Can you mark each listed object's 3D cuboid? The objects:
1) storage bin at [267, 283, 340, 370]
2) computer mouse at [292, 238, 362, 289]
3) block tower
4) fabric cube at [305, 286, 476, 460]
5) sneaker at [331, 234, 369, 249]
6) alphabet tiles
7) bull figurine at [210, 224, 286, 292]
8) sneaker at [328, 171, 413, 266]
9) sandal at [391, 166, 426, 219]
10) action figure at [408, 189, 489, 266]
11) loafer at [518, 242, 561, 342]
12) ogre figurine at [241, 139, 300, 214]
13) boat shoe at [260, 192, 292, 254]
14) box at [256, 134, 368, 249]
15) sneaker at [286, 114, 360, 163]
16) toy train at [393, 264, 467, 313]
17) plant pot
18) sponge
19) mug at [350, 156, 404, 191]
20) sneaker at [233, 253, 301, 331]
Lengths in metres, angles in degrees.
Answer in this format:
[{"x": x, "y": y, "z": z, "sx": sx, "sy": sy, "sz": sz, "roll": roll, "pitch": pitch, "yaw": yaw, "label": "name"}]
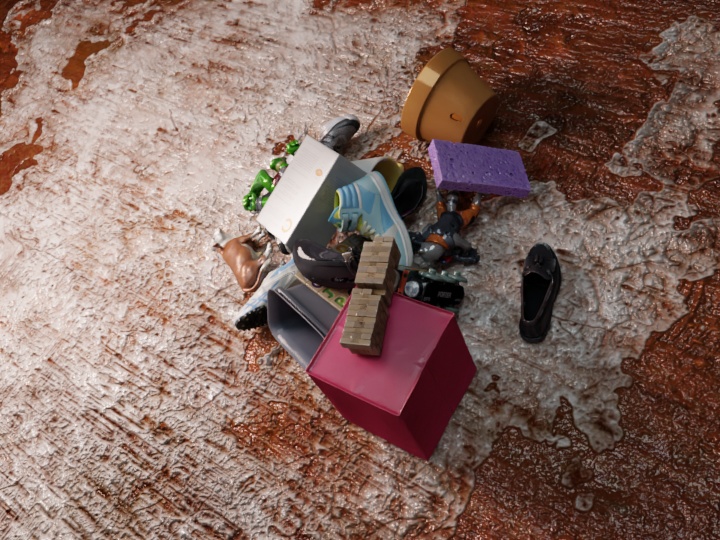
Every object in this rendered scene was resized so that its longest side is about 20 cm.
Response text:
[{"x": -0.068, "y": 0.108, "z": 1.460, "sx": 0.133, "sy": 0.147, "sz": 0.200, "roll": -24, "pitch": 46, "yaw": -31, "label": "storage bin"}, {"x": -0.058, "y": -0.002, "z": 1.397, "sx": 0.198, "sy": 0.139, "sz": 0.053, "roll": 18, "pitch": 63, "yaw": 38, "label": "computer mouse"}, {"x": 0.019, "y": 0.044, "z": 1.256, "sx": 0.053, "sy": 0.058, "sz": 0.202, "roll": 1, "pitch": 57, "yaw": 22, "label": "block tower"}, {"x": 0.059, "y": 0.168, "z": 1.317, "sx": 0.194, "sy": 0.200, "sz": 0.201, "roll": 20, "pitch": 67, "yaw": 32, "label": "fabric cube"}, {"x": 0.014, "y": -0.006, "z": 1.526, "sx": 0.115, "sy": 0.076, "sz": 0.201, "roll": -39, "pitch": 50, "yaw": -4, "label": "sneaker"}, {"x": 0.000, "y": 0.000, "z": 1.475, "sx": 0.166, "sy": 0.008, "sz": 0.199, "roll": 34, "pitch": 55, "yaw": 31, "label": "alphabet tiles"}, {"x": -0.247, "y": -0.035, "z": 1.653, "sx": 0.121, "sy": 0.065, "sz": 0.201, "roll": -37, "pitch": 53, "yaw": 0, "label": "bull figurine"}, {"x": 0.012, "y": -0.077, "z": 1.453, "sx": 0.129, "sy": 0.080, "sz": 0.202, "roll": -20, "pitch": 79, "yaw": -21, "label": "sneaker"}, {"x": 0.092, "y": -0.143, "z": 1.563, "sx": 0.048, "sy": 0.076, "sz": 0.201, "roll": -13, "pitch": 30, "yaw": 46, "label": "sandal"}, {"x": 0.149, "y": -0.093, "z": 1.517, "sx": 0.197, "sy": 0.105, "sz": 0.195, "roll": 8, "pitch": 52, "yaw": 23, "label": "action figure"}, {"x": 0.323, "y": 0.029, "z": 1.389, "sx": 0.071, "sy": 0.063, "sz": 0.203, "roll": 2, "pitch": 59, "yaw": 22, "label": "loafer"}, {"x": -0.154, "y": -0.187, "z": 1.635, "sx": 0.119, "sy": 0.099, "sz": 0.200, "roll": 25, "pitch": 41, "yaw": 21, "label": "ogre figurine"}, {"x": -0.182, "y": -0.101, "z": 1.673, "sx": 0.060, "sy": 0.076, "sz": 0.201, "roll": -20, "pitch": 41, "yaw": 6, "label": "boat shoe"}, {"x": -0.096, "y": -0.143, "z": 1.514, "sx": 0.124, "sy": 0.097, "sz": 0.202, "roll": 37, "pitch": 97, "yaw": 45, "label": "box"}, {"x": -0.067, "y": -0.259, "z": 1.729, "sx": 0.199, "sy": 0.076, "sz": 0.114, "roll": -36, "pitch": 53, "yaw": 3, "label": "sneaker"}, {"x": 0.116, "y": 0.032, "z": 1.397, "sx": 0.113, "sy": 0.199, "sz": 0.087, "roll": 18, "pitch": 97, "yaw": 32, "label": "toy train"}, {"x": 0.198, "y": -0.344, "z": 1.616, "sx": 0.139, "sy": 0.201, "sz": 0.201, "roll": 35, "pitch": 75, "yaw": 19, "label": "plant pot"}, {"x": 0.237, "y": -0.203, "z": 1.529, "sx": 0.197, "sy": 0.030, "sz": 0.113, "roll": 5, "pitch": 51, "yaw": -18, "label": "sponge"}, {"x": 0.002, "y": -0.163, "z": 1.620, "sx": 0.151, "sy": 0.185, "sz": 0.152, "roll": 7, "pitch": 93, "yaw": 35, "label": "mug"}, {"x": -0.184, "y": 0.046, "z": 1.572, "sx": 0.200, "sy": 0.072, "sz": 0.072, "roll": -42, "pitch": 59, "yaw": -13, "label": "sneaker"}]
